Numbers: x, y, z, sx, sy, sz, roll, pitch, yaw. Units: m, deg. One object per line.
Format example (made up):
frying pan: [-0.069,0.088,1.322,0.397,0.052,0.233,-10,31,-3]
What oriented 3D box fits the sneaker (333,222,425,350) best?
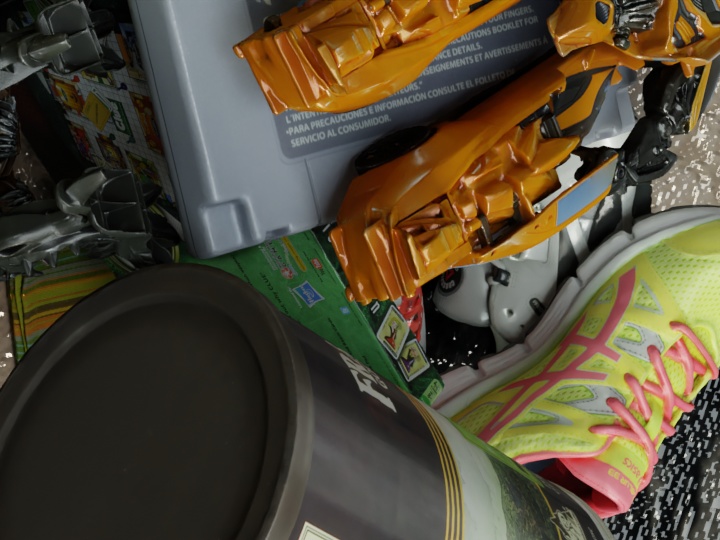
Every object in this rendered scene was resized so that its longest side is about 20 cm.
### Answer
sneaker: [-0.001,0.000,0.960,0.067,0.108,0.202,-26,118,-19]

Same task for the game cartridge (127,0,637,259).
game cartridge: [0.009,-0.092,0.871,0.200,0.041,0.134,-17,93,-35]

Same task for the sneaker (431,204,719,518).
sneaker: [0.099,0.056,0.979,0.200,0.090,0.078,-39,131,3]

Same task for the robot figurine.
robot figurine: [0.057,-0.078,0.848,0.200,0.058,0.145,-35,108,-32]

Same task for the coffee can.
coffee can: [-0.019,0.104,0.844,0.200,0.146,0.147,34,89,-44]

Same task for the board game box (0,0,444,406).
board game box: [-0.059,-0.023,0.904,0.200,0.105,0.023,59,41,-18]

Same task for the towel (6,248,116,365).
towel: [-0.091,0.072,0.989,0.086,0.018,0.201,-13,113,-24]

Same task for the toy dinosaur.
toy dinosaur: [-0.140,-0.024,0.826,0.135,0.200,0.102,-18,105,9]

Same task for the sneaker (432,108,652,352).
sneaker: [0.069,-0.019,1.013,0.088,0.074,0.201,-23,119,-18]
